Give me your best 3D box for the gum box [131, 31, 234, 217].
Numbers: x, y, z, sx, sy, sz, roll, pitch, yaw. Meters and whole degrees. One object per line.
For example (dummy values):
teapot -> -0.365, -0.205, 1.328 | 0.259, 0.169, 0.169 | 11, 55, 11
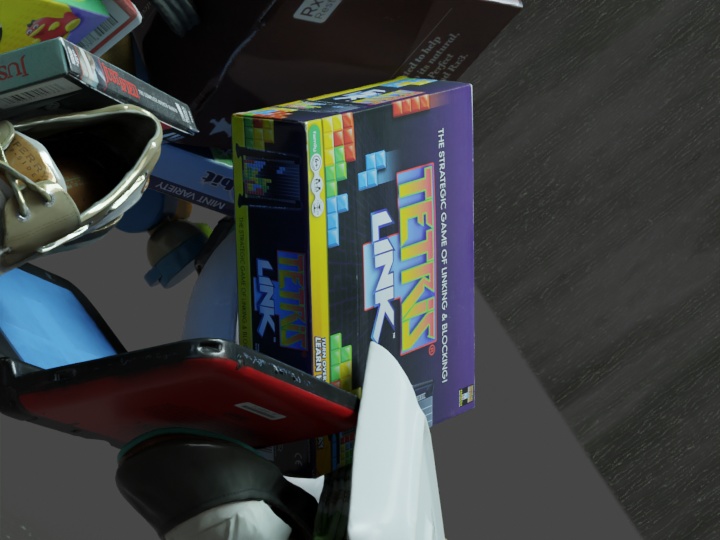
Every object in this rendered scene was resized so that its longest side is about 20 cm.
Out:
gum box -> -0.083, -0.122, 1.432 | 0.170, 0.045, 0.200 | 19, 45, -25

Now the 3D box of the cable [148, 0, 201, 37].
cable -> -0.135, -0.174, 1.207 | 0.097, 0.050, 0.200 | 43, -9, 8

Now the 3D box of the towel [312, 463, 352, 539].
towel -> 0.007, 0.181, 1.267 | 0.200, 0.031, 0.149 | -79, 157, -76

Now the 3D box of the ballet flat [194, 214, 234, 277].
ballet flat -> -0.070, 0.054, 1.457 | 0.073, 0.073, 0.200 | -118, -165, -52

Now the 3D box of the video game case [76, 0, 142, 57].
video game case -> -0.220, -0.140, 1.156 | 0.200, 0.143, 0.017 | 44, 9, -51

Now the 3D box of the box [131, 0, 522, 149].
box -> -0.039, -0.195, 1.366 | 0.164, 0.166, 0.200 | 6, 52, -39

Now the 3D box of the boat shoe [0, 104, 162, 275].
boat shoe -> -0.166, -0.035, 1.022 | 0.075, 0.068, 0.200 | 50, 34, 5

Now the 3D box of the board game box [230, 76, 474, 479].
board game box -> 0.000, 0.000, 1.279 | 0.165, 0.057, 0.200 | -19, 112, -51

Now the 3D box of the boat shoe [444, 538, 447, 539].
boat shoe -> 0.006, 0.148, 1.547 | 0.200, 0.063, 0.073 | 56, 8, 22

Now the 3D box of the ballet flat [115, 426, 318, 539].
ballet flat -> -0.061, 0.133, 1.181 | 0.200, 0.068, 0.068 | 34, 29, -63

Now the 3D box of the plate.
plate -> 0.025, 0.166, 1.187 | 0.200, 0.032, 0.200 | -82, 165, -63

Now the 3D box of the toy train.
toy train -> -0.133, -0.048, 1.516 | 0.116, 0.085, 0.200 | 55, 7, 3

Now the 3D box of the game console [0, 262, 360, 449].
game console -> -0.114, 0.026, 1.145 | 0.200, 0.172, 0.119 | 29, 51, -66

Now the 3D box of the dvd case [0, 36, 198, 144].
dvd case -> -0.177, -0.070, 1.111 | 0.200, 0.146, 0.022 | 15, 60, -77

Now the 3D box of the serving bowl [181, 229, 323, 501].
serving bowl -> -0.053, 0.062, 1.355 | 0.200, 0.066, 0.201 | 21, 67, -61

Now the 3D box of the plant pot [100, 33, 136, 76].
plant pot -> -0.212, -0.163, 1.280 | 0.200, 0.186, 0.186 | 62, 1, -35

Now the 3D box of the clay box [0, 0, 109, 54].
clay box -> -0.219, -0.117, 1.062 | 0.048, 0.115, 0.200 | 59, 20, 14
